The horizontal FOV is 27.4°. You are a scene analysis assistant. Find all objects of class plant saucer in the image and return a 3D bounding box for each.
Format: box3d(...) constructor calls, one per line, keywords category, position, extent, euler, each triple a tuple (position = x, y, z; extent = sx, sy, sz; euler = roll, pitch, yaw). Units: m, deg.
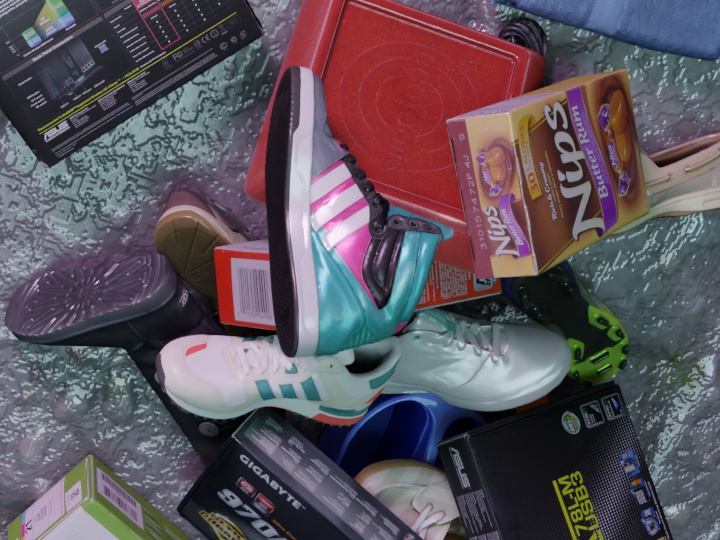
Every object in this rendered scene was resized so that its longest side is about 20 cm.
box3d(category="plant saucer", position=(0.035, -0.117, 1.105), extent=(0.199, 0.037, 0.201), euler=(19, 66, -7))

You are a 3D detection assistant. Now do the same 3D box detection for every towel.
box3d(category="towel", position=(0.206, -0.240, 1.172), extent=(0.199, 0.049, 0.112), euler=(14, 109, -16))

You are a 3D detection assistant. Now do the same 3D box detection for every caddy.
box3d(category="caddy", position=(0.033, 0.184, 1.276), extent=(0.141, 0.105, 0.201), euler=(17, 108, -17))

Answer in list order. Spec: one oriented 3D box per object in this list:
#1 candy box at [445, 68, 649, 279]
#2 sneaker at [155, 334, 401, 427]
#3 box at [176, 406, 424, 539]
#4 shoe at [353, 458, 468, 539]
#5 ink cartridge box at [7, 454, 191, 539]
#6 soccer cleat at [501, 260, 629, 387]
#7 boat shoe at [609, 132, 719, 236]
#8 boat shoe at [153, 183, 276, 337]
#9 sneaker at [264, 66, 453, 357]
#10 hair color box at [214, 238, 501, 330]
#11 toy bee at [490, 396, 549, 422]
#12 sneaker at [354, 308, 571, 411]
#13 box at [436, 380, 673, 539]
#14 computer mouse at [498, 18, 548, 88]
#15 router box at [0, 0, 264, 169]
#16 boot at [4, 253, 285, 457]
box3d(category="candy box", position=(0.144, -0.074, 1.094), extent=(0.056, 0.200, 0.117), euler=(-4, 103, 37))
box3d(category="sneaker", position=(-0.057, 0.065, 1.124), extent=(0.199, 0.071, 0.093), euler=(10, 136, -35))
box3d(category="box", position=(-0.042, 0.216, 1.200), extent=(0.200, 0.046, 0.159), euler=(41, 142, 2))
box3d(category="shoe", position=(0.079, 0.212, 1.214), extent=(0.199, 0.053, 0.070), euler=(28, 98, -28))
box3d(category="ink cartridge box", position=(-0.254, 0.281, 1.272), extent=(0.200, 0.076, 0.148), euler=(-40, 115, 7))
box3d(category="soccer cleat", position=(0.172, 0.030, 1.267), extent=(0.065, 0.084, 0.200), euler=(-36, 136, 7))
box3d(category="boat shoe", position=(0.224, -0.073, 1.235), extent=(0.199, 0.072, 0.065), euler=(-11, 107, -12))
box3d(category="boat shoe", position=(-0.091, 0.006, 1.197), extent=(0.071, 0.066, 0.201), euler=(-22, 130, 24))
box3d(category="sneaker", position=(0.002, -0.041, 1.018), extent=(0.120, 0.084, 0.201), euler=(0, 80, -18))
box3d(category="hair color box", position=(0.000, 0.000, 1.144), extent=(0.199, 0.111, 0.064), euler=(-9, 98, -39))
box3d(category="toy bee", position=(0.155, 0.206, 1.324), extent=(0.130, 0.109, 0.201), euler=(-1, 82, -26))
box3d(category="sneaker", position=(0.069, 0.059, 1.191), extent=(0.199, 0.076, 0.089), euler=(0, 140, 10))
box3d(category="box", position=(0.172, 0.209, 1.226), extent=(0.192, 0.047, 0.201), euler=(-11, 80, -42))
box3d(category="computer mouse", position=(0.062, -0.116, 1.191), extent=(0.199, 0.053, 0.139), euler=(-16, 105, -15))
box3d(category="router box", position=(-0.192, -0.191, 1.081), extent=(0.199, 0.062, 0.150), euler=(-32, 126, -2))
box3d(category="boot", position=(-0.172, 0.079, 1.211), extent=(0.164, 0.066, 0.200), euler=(-8, 139, 28))
